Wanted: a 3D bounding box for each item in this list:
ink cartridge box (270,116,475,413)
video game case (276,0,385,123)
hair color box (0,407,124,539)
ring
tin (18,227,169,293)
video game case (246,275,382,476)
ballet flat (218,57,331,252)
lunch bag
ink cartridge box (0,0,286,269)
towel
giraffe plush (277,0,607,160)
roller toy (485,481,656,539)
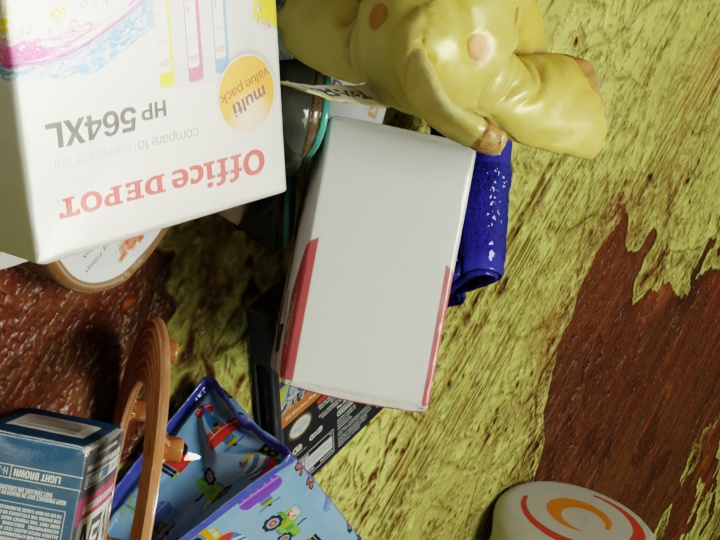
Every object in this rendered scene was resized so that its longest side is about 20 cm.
[{"bbox_3d":[0.000,0.000,0.795,0.200,0.082,0.148,156,-55,-84],"label":"ink cartridge box"},{"bbox_3d":[-0.010,-0.193,0.792,0.182,0.022,0.202,15,90,-62],"label":"video game case"},{"bbox_3d":[-0.176,0.179,0.694,0.100,0.060,0.202,-6,107,-89],"label":"hair color box"},{"bbox_3d":[-0.123,0.126,0.724,0.019,0.201,0.202,10,108,-16],"label":"ring"},{"bbox_3d":[-0.147,-0.067,0.662,0.112,0.042,0.201,-51,149,-18],"label":"tin"},{"bbox_3d":[-0.008,0.049,1.001,0.200,0.025,0.182,-40,143,-39],"label":"video game case"},{"bbox_3d":[-0.061,-0.067,0.760,0.200,0.068,0.069,113,-18,-67],"label":"ballet flat"},{"bbox_3d":[-0.114,0.196,0.868,0.200,0.094,0.151,-45,144,-12],"label":"lunch bag"},{"bbox_3d":[-0.116,-0.098,0.533,0.128,0.125,0.202,-20,114,-41],"label":"ink cartridge box"},{"bbox_3d":[0.065,-0.082,0.900,0.148,0.049,0.202,134,-38,-76],"label":"towel"},{"bbox_3d":[0.050,-0.156,0.632,0.200,0.172,0.164,-15,127,-64],"label":"giraffe plush"},{"bbox_3d":[0.214,0.323,1.430,0.181,0.200,0.141,6,110,-24],"label":"roller toy"}]
